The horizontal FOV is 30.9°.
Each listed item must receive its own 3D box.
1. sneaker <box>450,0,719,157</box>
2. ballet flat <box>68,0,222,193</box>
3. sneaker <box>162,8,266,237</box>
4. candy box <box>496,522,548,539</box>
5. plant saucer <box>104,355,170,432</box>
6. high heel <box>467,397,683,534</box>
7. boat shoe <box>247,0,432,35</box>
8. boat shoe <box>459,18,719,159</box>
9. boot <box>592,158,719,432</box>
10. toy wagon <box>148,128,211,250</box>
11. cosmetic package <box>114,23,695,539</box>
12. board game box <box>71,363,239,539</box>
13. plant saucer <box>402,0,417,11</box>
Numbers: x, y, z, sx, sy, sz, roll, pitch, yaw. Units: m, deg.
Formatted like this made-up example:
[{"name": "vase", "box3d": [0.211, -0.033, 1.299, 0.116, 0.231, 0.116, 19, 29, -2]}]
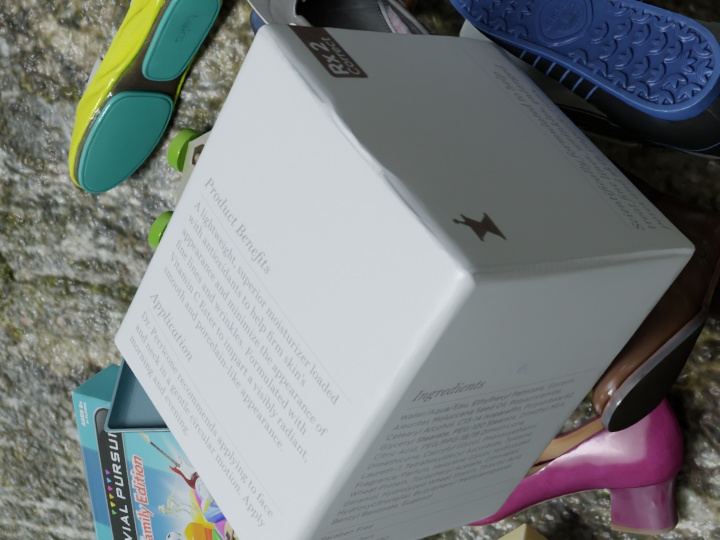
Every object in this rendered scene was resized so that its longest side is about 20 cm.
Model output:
[{"name": "sneaker", "box3d": [0.118, -0.122, 0.684, 0.070, 0.078, 0.200, -48, 54, 5]}, {"name": "ballet flat", "box3d": [-0.161, -0.147, 0.945, 0.200, 0.067, 0.067, -55, 52, 30]}, {"name": "sneaker", "box3d": [-0.067, -0.071, 0.812, 0.146, 0.077, 0.202, -29, 63, 7]}, {"name": "candy box", "box3d": [0.050, 0.260, 0.846, 0.055, 0.115, 0.200, 39, 126, -14]}, {"name": "plant saucer", "box3d": [-0.067, 0.073, 0.833, 0.200, 0.070, 0.019, -4, 147, 22]}, {"name": "high heel", "box3d": [0.107, 0.112, 0.839, 0.200, 0.067, 0.096, 0, 116, 18]}, {"name": "boat shoe", "box3d": [0.000, -0.144, 0.754, 0.200, 0.067, 0.057, 46, 163, 17]}, {"name": "boat shoe", "box3d": [0.155, -0.106, 0.738, 0.200, 0.064, 0.071, 20, 85, 21]}, {"name": "boot", "box3d": [0.105, -0.015, 0.732, 0.200, 0.186, 0.064, 33, 132, 17]}, {"name": "toy wagon", "box3d": [-0.070, -0.046, 0.925, 0.155, 0.040, 0.200, 29, 119, 23]}, {"name": "cosmetic package", "box3d": [0.014, 0.012, 0.633, 0.165, 0.165, 0.200, 52, 127, 30]}, {"name": "board game box", "box3d": [-0.099, 0.159, 0.894, 0.200, 0.047, 0.151, 11, 118, 29]}, {"name": "plant saucer", "box3d": [-0.029, -0.237, 0.800, 0.200, 0.035, 0.200, 32, 147, 25]}]
